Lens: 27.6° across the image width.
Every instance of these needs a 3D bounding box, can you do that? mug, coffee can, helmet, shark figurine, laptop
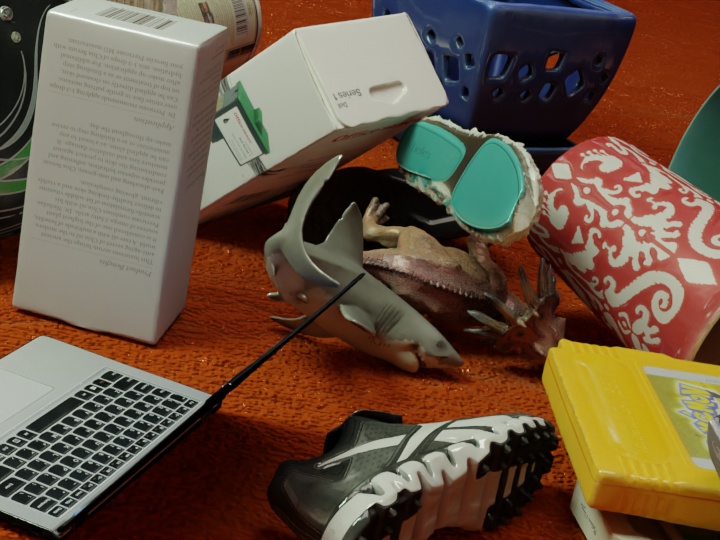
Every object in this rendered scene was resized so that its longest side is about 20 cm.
[{"bbox_3d":[0.218,0.014,1.048,0.133,0.178,0.200,-28,45,-16],"label":"mug"},{"bbox_3d":[-0.201,-0.236,1.434,0.146,0.147,0.200,18,21,14],"label":"coffee can"},{"bbox_3d":[-0.282,-0.110,1.006,0.199,0.191,0.200,19,-12,4],"label":"helmet"},{"bbox_3d":[-0.018,-0.010,0.938,0.128,0.090,0.214,13,-18,31],"label":"shark figurine"},{"bbox_3d":[-0.130,0.049,0.782,0.199,0.116,0.187,18,21,15],"label":"laptop"}]

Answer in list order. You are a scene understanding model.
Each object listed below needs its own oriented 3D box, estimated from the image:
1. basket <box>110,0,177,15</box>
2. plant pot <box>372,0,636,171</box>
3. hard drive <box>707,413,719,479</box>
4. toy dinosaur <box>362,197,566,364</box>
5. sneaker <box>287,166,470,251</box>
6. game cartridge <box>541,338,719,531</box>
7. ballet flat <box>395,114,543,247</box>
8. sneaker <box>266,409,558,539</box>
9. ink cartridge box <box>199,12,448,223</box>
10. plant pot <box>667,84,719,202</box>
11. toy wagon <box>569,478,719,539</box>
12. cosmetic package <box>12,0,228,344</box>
[{"bbox_3d":[-0.276,-0.191,1.206,0.198,0.201,0.161,20,24,22],"label":"basket"},{"bbox_3d":[0.128,-0.206,1.489,0.199,0.180,0.200,-3,25,-36],"label":"plant pot"},{"bbox_3d":[0.273,0.142,0.738,0.135,0.042,0.200,-20,60,-26],"label":"hard drive"},{"bbox_3d":[0.062,0.011,1.023,0.199,0.086,0.136,10,18,-13],"label":"toy dinosaur"},{"bbox_3d":[0.036,-0.052,1.207,0.199,0.077,0.114,-10,2,-10],"label":"sneaker"},{"bbox_3d":[0.214,0.098,0.852,0.199,0.033,0.176,11,21,-7],"label":"game cartridge"},{"bbox_3d":[0.090,-0.063,1.031,0.072,0.072,0.200,3,20,-22],"label":"ballet flat"},{"bbox_3d":[0.028,0.105,0.794,0.090,0.067,0.200,30,29,34],"label":"sneaker"},{"bbox_3d":[-0.054,-0.115,1.133,0.200,0.085,0.146,-27,-4,39],"label":"ink cartridge box"},{"bbox_3d":[0.357,-0.046,1.202,0.160,0.201,0.201,20,19,-11],"label":"plant pot"},{"bbox_3d":[0.223,0.150,0.826,0.199,0.040,0.155,8,21,-13],"label":"toy wagon"},{"bbox_3d":[-0.155,-0.065,0.942,0.101,0.201,0.071,15,20,6],"label":"cosmetic package"}]
